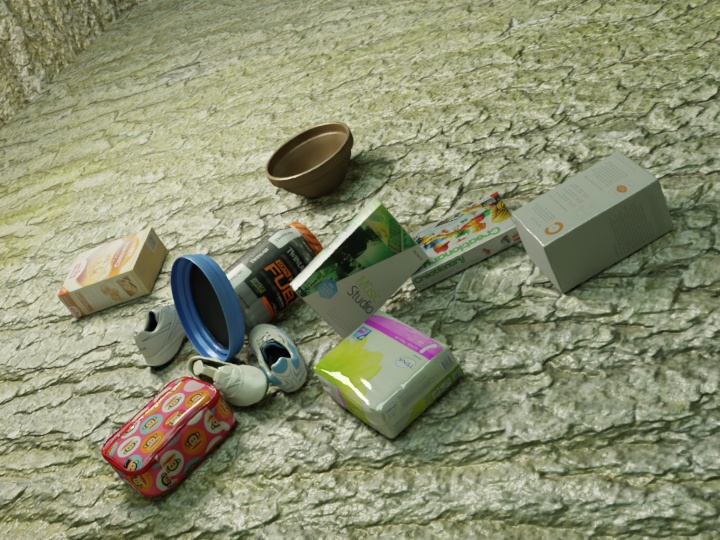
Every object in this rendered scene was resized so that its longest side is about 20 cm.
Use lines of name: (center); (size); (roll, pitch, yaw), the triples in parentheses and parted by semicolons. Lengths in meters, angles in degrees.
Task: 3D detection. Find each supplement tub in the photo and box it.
supplement tub: (-0.164, 0.009, 1.830); (0.200, 0.123, 0.122); (-42, 33, -19)

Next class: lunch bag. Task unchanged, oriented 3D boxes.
lunch bag: (-0.316, 0.263, 1.642); (0.200, 0.082, 0.175); (-43, 30, -24)

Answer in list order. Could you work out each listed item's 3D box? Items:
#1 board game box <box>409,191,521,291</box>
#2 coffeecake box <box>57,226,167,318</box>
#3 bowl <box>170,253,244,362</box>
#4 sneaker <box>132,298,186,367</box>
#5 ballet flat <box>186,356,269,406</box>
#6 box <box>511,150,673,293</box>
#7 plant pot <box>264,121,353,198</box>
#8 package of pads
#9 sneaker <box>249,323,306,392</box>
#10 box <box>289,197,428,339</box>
board game box: (0.167, -0.050, 1.726); (0.198, 0.035, 0.127); (-27, 32, 6)
coffeecake box: (-0.535, 0.005, 2.192); (0.198, 0.073, 0.154); (-18, 34, 20)
bowl: (-0.267, 0.065, 1.772); (0.039, 0.203, 0.200); (-23, 24, -32)
sneaker: (-0.351, 0.088, 1.907); (0.074, 0.088, 0.201); (-4, 38, 39)
ballet flat: (-0.229, 0.179, 1.680); (0.069, 0.070, 0.199); (-45, 30, -24)
box: (0.353, -0.076, 1.548); (0.199, 0.098, 0.125); (-30, 31, -1)
plant pot: (-0.093, -0.218, 2.127); (0.199, 0.093, 0.202); (-22, 31, 14)
package of pads: (0.034, 0.152, 1.514); (0.154, 0.069, 0.199); (-40, 32, -18)
sneaker: (-0.145, 0.131, 1.690); (0.072, 0.073, 0.200); (-35, 30, -7)
box: (0.000, 0.000, 1.649); (0.200, 0.144, 0.036); (-46, 34, -2)
